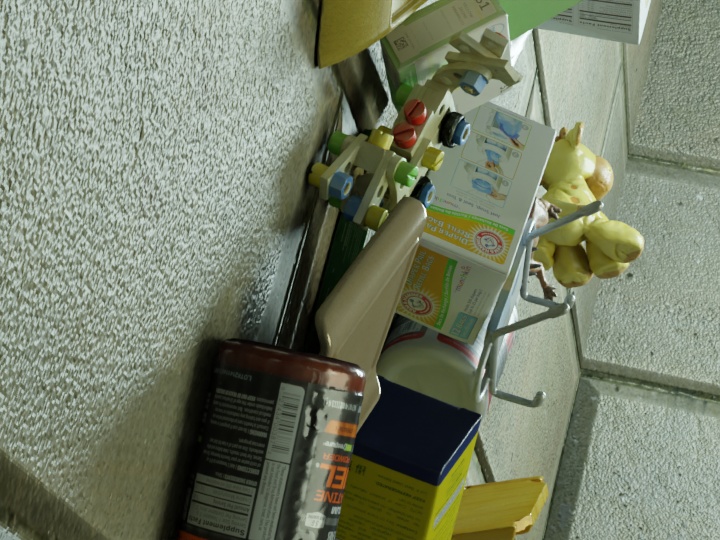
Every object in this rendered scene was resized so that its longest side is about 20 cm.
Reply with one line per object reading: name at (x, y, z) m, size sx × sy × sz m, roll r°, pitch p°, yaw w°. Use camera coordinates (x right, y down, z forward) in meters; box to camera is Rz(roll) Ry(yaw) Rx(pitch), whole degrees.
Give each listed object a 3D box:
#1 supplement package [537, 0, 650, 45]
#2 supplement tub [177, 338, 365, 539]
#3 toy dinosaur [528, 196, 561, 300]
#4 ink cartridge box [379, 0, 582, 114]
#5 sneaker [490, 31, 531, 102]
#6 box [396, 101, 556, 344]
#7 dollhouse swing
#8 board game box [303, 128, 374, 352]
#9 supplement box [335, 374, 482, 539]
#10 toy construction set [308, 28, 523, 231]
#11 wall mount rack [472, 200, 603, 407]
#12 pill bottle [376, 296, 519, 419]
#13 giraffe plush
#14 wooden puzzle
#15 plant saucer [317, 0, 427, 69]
supplement package at (0.253, -0.379, 2.199) m, size 0.201 × 0.149 × 0.153 m, roll 80°, pitch 24°, yaw -59°
supplement tub at (-0.064, 0.152, 1.340) m, size 0.107 × 0.106 × 0.202 m, roll 24°, pitch 77°, yaw -77°
toy dinosaur at (0.186, -0.044, 2.359) m, size 0.136 × 0.085 × 0.202 m, roll 44°, pitch 52°, yaw -67°
ink cartridge box at (0.115, -0.199, 1.668) m, size 0.048 × 0.199 × 0.146 m, roll 62°, pitch -4°, yaw 20°
sneaker at (0.130, -0.227, 1.989) m, size 0.100 × 0.077 × 0.200 m, roll 97°, pitch 20°, yaw -48°
box at (0.099, -0.050, 1.848) m, size 0.113 × 0.101 × 0.201 m, roll 113°, pitch 0°, yaw -47°
dollhouse swing at (0.136, 0.359, 2.304) m, size 0.200 × 0.180 × 0.177 m, roll -35°, pitch 114°, yaw -73°
board game box at (0.000, 0.000, 1.676) m, size 0.135 × 0.029 × 0.202 m, roll 65°, pitch 38°, yaw -68°
supplement box at (0.018, 0.209, 1.682) m, size 0.110 × 0.108 × 0.201 m, roll -45°, pitch 151°, yaw -59°
toy construction set at (0.042, -0.109, 1.568) m, size 0.200 × 0.092 × 0.131 m, roll -47°, pitch 156°, yaw -12°
wall mount rack at (0.161, 0.026, 1.802) m, size 0.174 × 0.074 × 0.201 m, roll 91°, pitch 16°, yaw -55°
pill bottle at (0.089, 0.067, 1.929) m, size 0.200 × 0.115 × 0.117 m, roll -61°, pitch 158°, yaw -54°
giraffe plush at (0.276, -0.096, 2.624) m, size 0.200 × 0.172 × 0.163 m, roll 35°, pitch 49°, yaw -39°
wooden puzzle at (-0.014, 0.064, 1.506) m, size 0.185 × 0.037 × 0.201 m, roll -54°, pitch 161°, yaw -49°
plant saucer at (0.025, -0.267, 1.513) m, size 0.200 × 0.048 × 0.202 m, roll -52°, pitch 150°, yaw -66°
